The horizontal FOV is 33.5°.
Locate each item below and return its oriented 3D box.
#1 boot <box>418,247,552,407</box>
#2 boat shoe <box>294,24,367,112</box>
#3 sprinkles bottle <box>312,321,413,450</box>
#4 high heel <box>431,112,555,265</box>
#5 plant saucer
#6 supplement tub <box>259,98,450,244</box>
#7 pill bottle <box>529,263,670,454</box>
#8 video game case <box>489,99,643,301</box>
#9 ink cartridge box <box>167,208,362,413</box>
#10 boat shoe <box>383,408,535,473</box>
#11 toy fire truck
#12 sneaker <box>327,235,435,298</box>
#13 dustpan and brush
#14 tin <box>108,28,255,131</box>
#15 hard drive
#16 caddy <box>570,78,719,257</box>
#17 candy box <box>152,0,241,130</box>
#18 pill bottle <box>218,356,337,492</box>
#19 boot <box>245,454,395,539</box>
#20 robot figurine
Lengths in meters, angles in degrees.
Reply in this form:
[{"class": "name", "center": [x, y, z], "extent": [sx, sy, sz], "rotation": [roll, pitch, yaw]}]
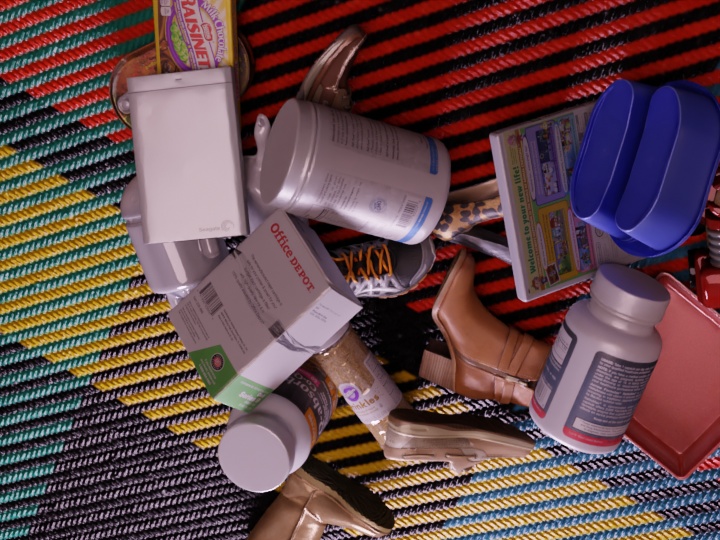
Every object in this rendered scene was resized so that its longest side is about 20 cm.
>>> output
[{"class": "boot", "center": [0.164, 0.078, 1.491], "extent": [0.153, 0.077, 0.202], "rotation": [16, 115, 11]}, {"class": "boat shoe", "center": [-0.041, -0.208, 1.453], "extent": [0.071, 0.076, 0.201], "rotation": [34, 123, -3]}, {"class": "sprinkles bottle", "center": [0.001, 0.140, 1.549], "extent": [0.068, 0.068, 0.201], "rotation": [-30, 108, 22]}, {"class": "high heel", "center": [0.152, -0.114, 1.433], "extent": [0.141, 0.071, 0.202], "rotation": [22, 117, 7]}, {"class": "plant saucer", "center": [0.386, 0.127, 1.474], "extent": [0.199, 0.037, 0.200], "rotation": [38, 114, -1]}, {"class": "supplement tub", "center": [-0.006, -0.115, 1.403], "extent": [0.198, 0.132, 0.133], "rotation": [15, 115, -21]}, {"class": "pill bottle", "center": [0.286, 0.102, 1.407], "extent": [0.118, 0.120, 0.202], "rotation": [22, 113, 6]}, {"class": "video game case", "center": [0.246, -0.086, 1.389], "extent": [0.180, 0.022, 0.202], "rotation": [-18, 108, -19]}, {"class": "ink cartridge box", "center": [-0.115, 0.048, 1.440], "extent": [0.200, 0.084, 0.147], "rotation": [-42, 54, 11]}, {"class": "boat shoe", "center": [0.126, 0.223, 1.536], "extent": [0.197, 0.071, 0.065], "rotation": [9, 100, -10]}, {"class": "toy fire truck", "center": [0.422, -0.036, 1.317], "extent": [0.127, 0.200, 0.178], "rotation": [-4, 108, 16]}, {"class": "sneaker", "center": [0.000, 0.000, 1.499], "extent": [0.198, 0.077, 0.079], "rotation": [-19, 76, 19]}, {"class": "dustpan and brush", "center": [-0.124, -0.113, 1.488], "extent": [0.138, 0.058, 0.201], "rotation": [24, 151, 16]}, {"class": "tin", "center": [-0.224, -0.242, 1.505], "extent": [0.198, 0.042, 0.113], "rotation": [-20, 99, 20]}, {"class": "hard drive", "center": [-0.208, -0.138, 1.446], "extent": [0.130, 0.027, 0.203], "rotation": [-5, 94, 7]}, {"class": "caddy", "center": [0.321, -0.117, 1.321], "extent": [0.141, 0.104, 0.202], "rotation": [23, 97, 52]}, {"class": "candy box", "center": [-0.199, -0.268, 1.457], "extent": [0.101, 0.026, 0.203], "rotation": [2, 110, 9]}, {"class": "pill bottle", "center": [-0.106, 0.194, 1.538], "extent": [0.115, 0.200, 0.118], "rotation": [5, 111, 13]}, {"class": "boot", "center": [-0.062, 0.375, 1.668], "extent": [0.174, 0.066, 0.201], "rotation": [33, 114, 15]}, {"class": "robot figurine", "center": [-0.239, -0.049, 1.535], "extent": [0.168, 0.113, 0.202], "rotation": [-3, 111, 45]}]
